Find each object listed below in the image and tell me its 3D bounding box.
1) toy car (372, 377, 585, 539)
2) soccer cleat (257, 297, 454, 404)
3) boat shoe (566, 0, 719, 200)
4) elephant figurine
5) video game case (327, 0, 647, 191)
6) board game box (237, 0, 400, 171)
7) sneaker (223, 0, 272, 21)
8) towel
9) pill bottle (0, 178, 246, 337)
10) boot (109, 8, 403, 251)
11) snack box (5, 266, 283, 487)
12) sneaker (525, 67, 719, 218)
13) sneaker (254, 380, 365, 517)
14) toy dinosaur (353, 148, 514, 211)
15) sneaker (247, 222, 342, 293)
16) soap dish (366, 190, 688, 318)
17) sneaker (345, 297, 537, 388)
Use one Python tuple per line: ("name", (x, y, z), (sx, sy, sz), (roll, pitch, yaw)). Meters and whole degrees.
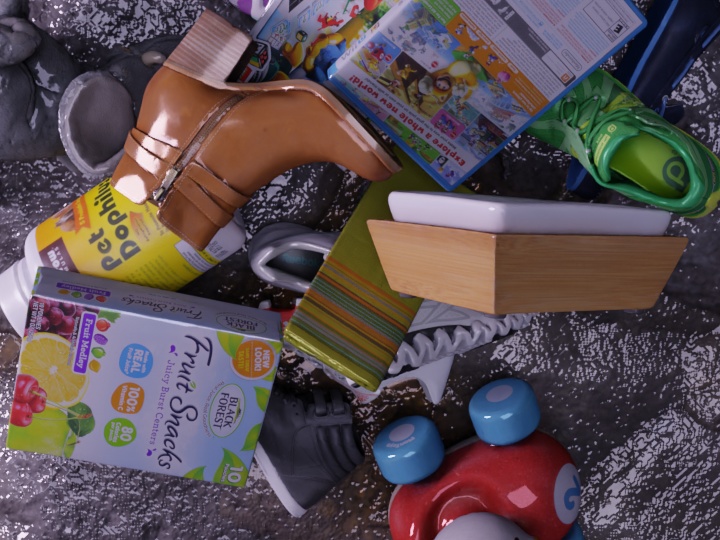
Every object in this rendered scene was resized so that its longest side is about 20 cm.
("toy car", (0.115, 0.230, 0.944), (0.174, 0.201, 0.187), (-21, 112, 3))
("soccer cleat", (-0.014, 0.071, 0.989), (0.196, 0.069, 0.087), (6, 90, -8))
("boat shoe", (0.245, -0.143, 0.946), (0.068, 0.084, 0.202), (28, 102, -10))
("elephant figurine", (-0.217, -0.134, 0.919), (0.197, 0.143, 0.156), (21, 127, -20))
("video game case", (0.093, -0.165, 0.838), (0.199, 0.018, 0.143), (-40, 120, 21))
("board game box", (0.001, -0.193, 0.867), (0.126, 0.035, 0.201), (38, 113, -7))
("sneaker", (-0.091, -0.312, 0.905), (0.138, 0.078, 0.203), (18, 100, -6))
("towel", (0.019, -0.006, 0.902), (0.085, 0.018, 0.202), (32, 62, -4))
("pill bottle", (-0.202, -0.017, 0.945), (0.198, 0.109, 0.110), (-33, 101, 5))
("boot", (-0.081, -0.080, 0.844), (0.198, 0.077, 0.157), (33, 95, 1))
("snack box", (-0.173, 0.087, 0.907), (0.196, 0.053, 0.144), (12, 115, -13))
("sneaker", (0.192, -0.109, 0.876), (0.198, 0.083, 0.075), (32, 107, 18))
("sneaker", (-0.067, 0.113, 0.999), (0.098, 0.071, 0.202), (-31, 106, 3))
("toy dinosaur", (0.083, -0.097, 0.971), (0.200, 0.047, 0.088), (-45, 93, 4))
("sneaker", (0.000, 0.000, 0.970), (0.196, 0.080, 0.072), (1, 100, -3))
("soap dish", (0.125, -0.014, 0.865), (0.197, 0.156, 0.083), (-1, 97, -34))
("sneaker", (0.068, 0.033, 0.941), (0.197, 0.075, 0.082), (-14, 81, -31))
